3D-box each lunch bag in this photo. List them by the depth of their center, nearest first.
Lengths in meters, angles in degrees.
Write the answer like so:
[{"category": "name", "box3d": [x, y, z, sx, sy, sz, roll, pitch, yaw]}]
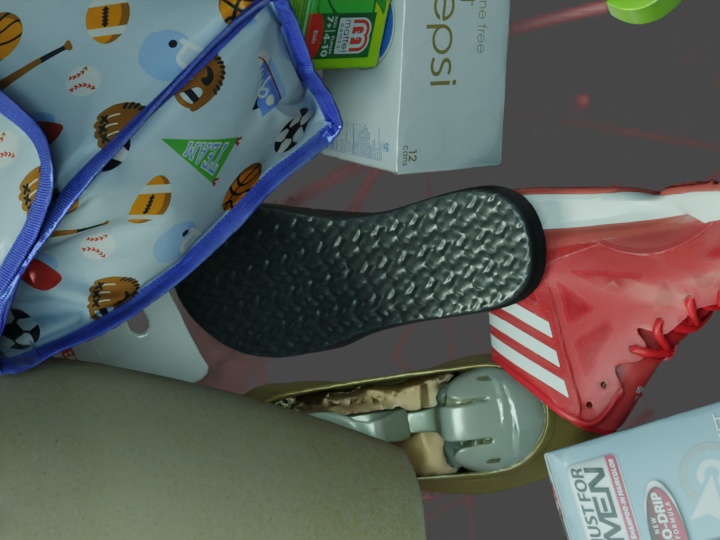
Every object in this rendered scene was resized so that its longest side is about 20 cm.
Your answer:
[{"category": "lunch bag", "box3d": [-0.141, -0.066, 1.054, 0.200, 0.124, 0.170, -44, 54, -12]}]

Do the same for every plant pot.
[{"category": "plant pot", "box3d": [-0.077, 0.128, 1.074, 0.199, 0.187, 0.188, 1, 91, -16]}]

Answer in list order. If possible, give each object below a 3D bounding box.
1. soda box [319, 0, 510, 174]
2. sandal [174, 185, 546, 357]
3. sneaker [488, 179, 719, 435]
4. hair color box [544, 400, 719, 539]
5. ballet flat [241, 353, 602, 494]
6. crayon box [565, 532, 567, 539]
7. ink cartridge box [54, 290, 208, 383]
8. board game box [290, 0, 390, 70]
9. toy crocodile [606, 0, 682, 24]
[{"category": "soda box", "box3d": [0.028, -0.150, 1.127, 0.068, 0.064, 0.201, -6, 105, -37]}, {"category": "sandal", "box3d": [0.001, 0.001, 1.155, 0.200, 0.048, 0.076, -4, 92, 28]}, {"category": "sneaker", "box3d": [0.152, 0.020, 1.111, 0.199, 0.078, 0.116, -1, 82, 30]}, {"category": "hair color box", "box3d": [0.186, 0.085, 1.080, 0.199, 0.099, 0.061, -17, 80, 2]}, {"category": "ballet flat", "box3d": [0.027, 0.079, 1.159, 0.199, 0.063, 0.069, -9, 88, 5]}, {"category": "crayon box", "box3d": [0.200, 0.169, 1.151, 0.199, 0.052, 0.126, -2, 90, 6]}, {"category": "ink cartridge box", "box3d": [-0.185, 0.034, 1.159, 0.199, 0.067, 0.117, -23, 111, 5]}, {"category": "board game box", "box3d": [-0.020, -0.203, 1.085, 0.102, 0.047, 0.201, 35, 121, 44]}, {"category": "toy crocodile", "box3d": [0.100, -0.212, 1.147, 0.062, 0.068, 0.200, -33, 88, 4]}]
